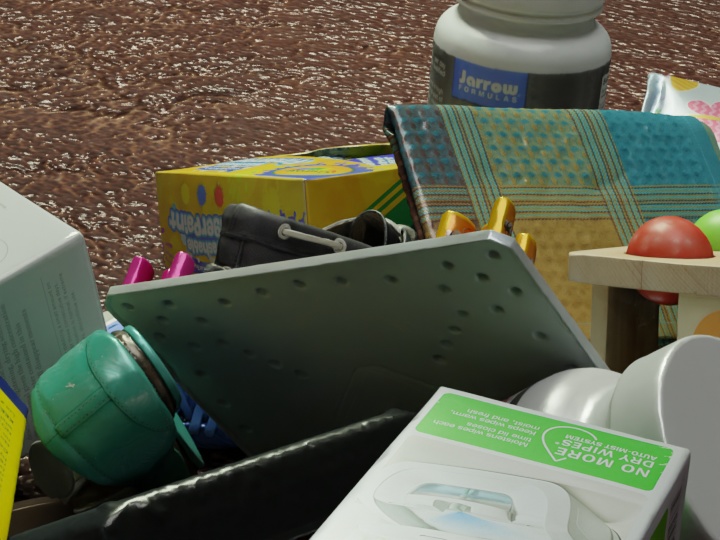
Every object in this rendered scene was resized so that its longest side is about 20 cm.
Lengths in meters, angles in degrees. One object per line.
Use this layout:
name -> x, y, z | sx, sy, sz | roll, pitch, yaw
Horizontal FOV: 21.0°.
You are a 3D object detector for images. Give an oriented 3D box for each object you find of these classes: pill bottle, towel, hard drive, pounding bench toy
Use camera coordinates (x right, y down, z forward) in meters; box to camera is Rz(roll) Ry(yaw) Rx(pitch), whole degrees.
pill bottle -> 0.098, -0.105, 1.223 | 0.112, 0.202, 0.114 | 4, 24, -2
towel -> 0.115, -0.021, 0.991 | 0.198, 0.022, 0.148 | -1, 59, -27
pill bottle -> 0.070, 0.106, 0.735 | 0.199, 0.116, 0.116 | -33, -3, 39
hard drive -> -0.079, 0.100, 0.736 | 0.139, 0.033, 0.199 | -15, -6, -36
pounding bench toy -> 0.199, 0.051, 0.913 | 0.123, 0.158, 0.199 | 5, 7, 38

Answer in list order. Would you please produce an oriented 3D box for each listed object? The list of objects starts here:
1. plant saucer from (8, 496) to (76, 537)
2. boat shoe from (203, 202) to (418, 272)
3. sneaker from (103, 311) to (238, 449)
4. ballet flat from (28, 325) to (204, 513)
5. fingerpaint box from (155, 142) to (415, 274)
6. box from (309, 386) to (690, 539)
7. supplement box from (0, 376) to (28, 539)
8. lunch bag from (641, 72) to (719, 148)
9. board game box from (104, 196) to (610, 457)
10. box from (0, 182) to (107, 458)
plant saucer -> -0.107, 0.156, 0.816 | 0.198, 0.030, 0.200 | 5, 24, -2
boat shoe -> 0.000, 0.000, 0.957 | 0.073, 0.061, 0.199 | 13, 7, 43
sneaker -> -0.053, 0.063, 0.972 | 0.198, 0.078, 0.111 | 2, 14, -22
ballet flat -> -0.112, 0.071, 0.846 | 0.070, 0.068, 0.200 | -35, -10, -9
fingerpaint box -> -0.004, -0.033, 1.127 | 0.165, 0.074, 0.199 | -9, 8, -28
box -> 0.030, 0.170, 0.604 | 0.096, 0.202, 0.176 | 13, 26, 20
supplement box -> -0.199, 0.079, 0.692 | 0.109, 0.109, 0.200 | -38, 16, 6
lunch bag -> 0.218, 0.004, 1.098 | 0.168, 0.128, 0.201 | 11, 49, 11
board game box -> 0.023, 0.051, 0.816 | 0.198, 0.200, 0.026 | -8, 48, 34
box -> -0.231, 0.045, 0.894 | 0.199, 0.098, 0.124 | -31, 40, -29
